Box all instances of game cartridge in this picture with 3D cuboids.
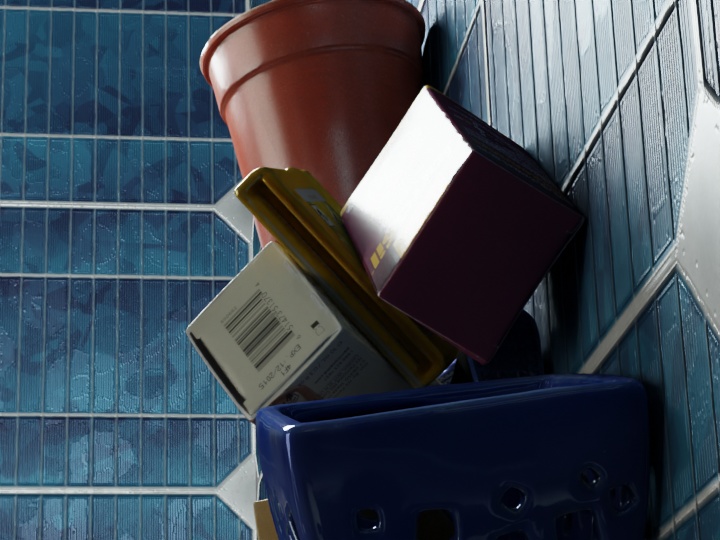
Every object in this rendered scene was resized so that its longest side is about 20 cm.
[{"bbox_3d":[0.000,0.000,1.437,0.176,0.032,0.200,47,-172,3],"label":"game cartridge"}]

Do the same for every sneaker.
[{"bbox_3d":[0.090,0.120,1.358,0.078,0.070,0.201,96,178,-51],"label":"sneaker"}]

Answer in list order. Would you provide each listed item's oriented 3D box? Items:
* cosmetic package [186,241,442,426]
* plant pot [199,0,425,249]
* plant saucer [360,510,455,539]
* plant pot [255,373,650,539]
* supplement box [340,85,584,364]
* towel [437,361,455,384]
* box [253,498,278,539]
[{"bbox_3d":[-0.012,0.079,1.410,0.200,0.087,0.103,40,-173,-47],"label":"cosmetic package"},{"bbox_3d":[-0.024,-0.106,1.824,0.201,0.200,0.196,109,152,-66],"label":"plant pot"},{"bbox_3d":[0.011,0.212,1.341,0.200,0.035,0.201,23,-119,-49],"label":"plant saucer"},{"bbox_3d":[0.052,0.156,1.177,0.200,0.199,0.181,163,101,-82],"label":"plant pot"},{"bbox_3d":[0.060,-0.034,1.363,0.111,0.085,0.200,-56,15,10],"label":"supplement box"},{"bbox_3d":[0.030,0.070,1.612,0.024,0.145,0.200,56,-178,-17],"label":"towel"},{"bbox_3d":[0.018,0.229,1.443,0.021,0.163,0.201,77,-179,-54],"label":"box"}]
